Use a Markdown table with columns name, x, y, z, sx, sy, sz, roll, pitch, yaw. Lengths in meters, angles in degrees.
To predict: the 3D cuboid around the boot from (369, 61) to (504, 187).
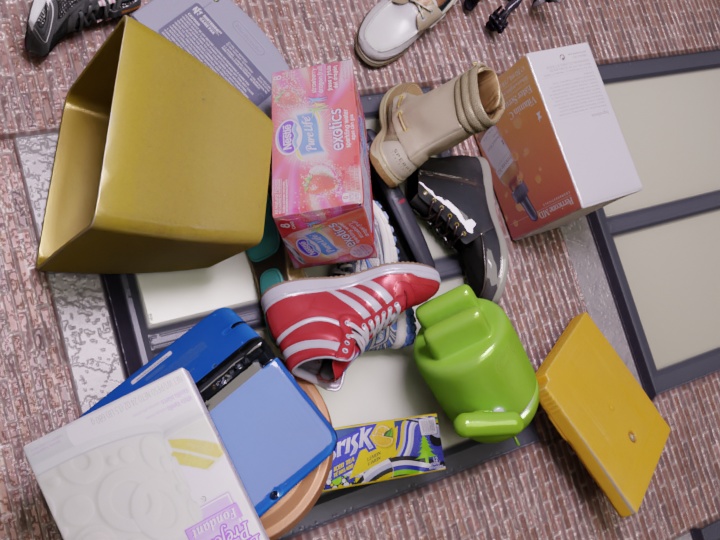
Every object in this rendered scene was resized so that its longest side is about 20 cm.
| name | x | y | z | sx | sy | sz | roll | pitch | yaw |
| --- | --- | --- | --- | --- | --- | --- | --- | --- | --- |
| boot | 0.094 | -0.193 | 0.938 | 0.073 | 0.155 | 0.201 | 49 | 31 | -21 |

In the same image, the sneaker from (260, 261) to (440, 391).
| name | x | y | z | sx | sy | sz | roll | pitch | yaw |
| --- | --- | --- | --- | --- | --- | --- | --- | --- | --- |
| sneaker | 0.004 | 0.058 | 0.828 | 0.198 | 0.071 | 0.113 | -9 | 56 | -18 |

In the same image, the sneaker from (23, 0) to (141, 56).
| name | x | y | z | sx | sy | sz | roll | pitch | yaw |
| --- | --- | --- | --- | --- | --- | --- | --- | --- | --- |
| sneaker | -0.286 | -0.307 | 0.872 | 0.086 | 0.080 | 0.201 | 33 | 67 | -14 |

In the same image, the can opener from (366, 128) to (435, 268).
| name | x | y | z | sx | sy | sz | roll | pitch | yaw |
| --- | --- | --- | --- | --- | --- | --- | --- | --- | --- |
| can opener | 0.037 | -0.081 | 0.966 | 0.078 | 0.063 | 0.201 | -26 | 88 | -27 |

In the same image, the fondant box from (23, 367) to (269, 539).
| name | x | y | z | sx | sy | sz | roll | pitch | yaw |
| --- | --- | --- | --- | --- | --- | --- | --- | --- | --- |
| fondant box | -0.170 | 0.204 | 0.674 | 0.143 | 0.058 | 0.201 | -26 | 86 | -13 |

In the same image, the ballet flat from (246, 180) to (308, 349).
| name | x | y | z | sx | sy | sz | roll | pitch | yaw |
| --- | --- | --- | --- | --- | --- | --- | --- | --- | --- |
| ballet flat | -0.091 | -0.009 | 0.902 | 0.063 | 0.068 | 0.202 | -2 | 79 | -53 |

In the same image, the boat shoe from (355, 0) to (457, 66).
| name | x | y | z | sx | sy | sz | roll | pitch | yaw |
| --- | --- | --- | --- | --- | --- | --- | --- | --- | --- |
| boat shoe | 0.069 | -0.346 | 1.044 | 0.075 | 0.068 | 0.200 | 45 | 64 | -7 |

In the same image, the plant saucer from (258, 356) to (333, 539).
| name | x | y | z | sx | sy | sz | roll | pitch | yaw |
| --- | --- | --- | --- | --- | --- | --- | --- | --- | --- |
| plant saucer | -0.126 | 0.172 | 0.790 | 0.198 | 0.032 | 0.202 | -3 | 60 | 5 |

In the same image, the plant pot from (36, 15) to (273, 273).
| name | x | y | z | sx | sy | sz | roll | pitch | yaw |
| --- | --- | --- | --- | --- | --- | --- | --- | --- | --- |
| plant pot | -0.198 | -0.096 | 0.803 | 0.175 | 0.199 | 0.202 | 15 | 71 | -32 |

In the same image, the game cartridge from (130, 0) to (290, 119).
| name | x | y | z | sx | sy | sz | roll | pitch | yaw |
| --- | --- | --- | --- | --- | --- | --- | --- | --- | --- |
| game cartridge | -0.165 | -0.242 | 0.934 | 0.200 | 0.041 | 0.133 | 48 | 67 | -7 |

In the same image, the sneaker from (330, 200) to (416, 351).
| name | x | y | z | sx | sy | sz | roll | pitch | yaw |
| --- | --- | --- | --- | --- | --- | --- | --- | --- | --- |
| sneaker | 0.000 | 0.000 | 0.921 | 0.085 | 0.077 | 0.202 | -16 | 87 | -17 |

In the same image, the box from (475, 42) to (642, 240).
| name | x | y | z | sx | sy | sz | roll | pitch | yaw |
| --- | --- | --- | --- | --- | --- | --- | --- | --- | --- |
| box | 0.243 | -0.162 | 1.028 | 0.106 | 0.152 | 0.202 | -16 | 83 | -27 |

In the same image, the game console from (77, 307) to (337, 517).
| name | x | y | z | sx | sy | sz | roll | pitch | yaw |
| --- | --- | --- | --- | --- | --- | --- | --- | --- | --- |
| game console | -0.154 | 0.158 | 0.773 | 0.200 | 0.170 | 0.119 | -38 | 120 | -14 |

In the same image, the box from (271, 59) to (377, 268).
| name | x | y | z | sx | sy | sz | roll | pitch | yaw |
| --- | --- | --- | --- | --- | --- | --- | --- | --- | --- |
| box | -0.040 | -0.116 | 0.859 | 0.094 | 0.103 | 0.201 | -8 | 58 | 5 |

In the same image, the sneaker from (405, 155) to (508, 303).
| name | x | y | z | sx | sy | sz | roll | pitch | yaw |
| --- | --- | --- | --- | --- | --- | --- | --- | --- | --- |
| sneaker | 0.114 | -0.050 | 0.994 | 0.105 | 0.075 | 0.202 | 0 | 67 | -20 |

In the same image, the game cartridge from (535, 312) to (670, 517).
| name | x | y | z | sx | sy | sz | roll | pitch | yaw |
| --- | --- | --- | --- | --- | --- | --- | --- | --- | --- |
| game cartridge | 0.306 | 0.176 | 1.010 | 0.201 | 0.032 | 0.176 | 53 | 43 | -2 |

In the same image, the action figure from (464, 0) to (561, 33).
| name | x | y | z | sx | sy | sz | roll | pitch | yaw |
| --- | --- | --- | --- | --- | --- | --- | --- | --- | --- |
| action figure | 0.239 | -0.418 | 1.120 | 0.200 | 0.102 | 0.119 | -45 | 103 | -24 |

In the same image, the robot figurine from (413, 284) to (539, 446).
| name | x | y | z | sx | sy | sz | roll | pitch | yaw |
| --- | --- | --- | --- | --- | --- | --- | --- | --- | --- |
| robot figurine | 0.134 | 0.114 | 0.909 | 0.115 | 0.176 | 0.201 | -28 | 123 | 6 |

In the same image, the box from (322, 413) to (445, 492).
| name | x | y | z | sx | sy | sz | roll | pitch | yaw |
| --- | --- | --- | --- | --- | --- | --- | --- | --- | --- |
| box | -0.011 | 0.202 | 0.869 | 0.198 | 0.070 | 0.065 | -3 | 76 | -24 |
